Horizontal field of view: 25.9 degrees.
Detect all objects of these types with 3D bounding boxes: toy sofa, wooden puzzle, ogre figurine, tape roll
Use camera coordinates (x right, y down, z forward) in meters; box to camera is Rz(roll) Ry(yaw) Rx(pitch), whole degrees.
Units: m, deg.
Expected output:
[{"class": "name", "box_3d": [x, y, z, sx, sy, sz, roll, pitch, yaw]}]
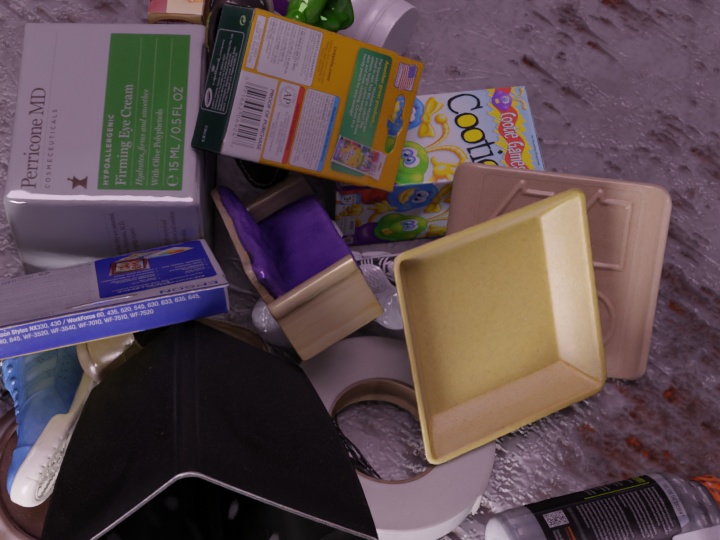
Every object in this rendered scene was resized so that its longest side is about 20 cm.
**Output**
[{"class": "toy sofa", "box_3d": [-0.058, -0.020, 1.349, 0.083, 0.098, 0.200, -30, 29, 0]}, {"class": "wooden puzzle", "box_3d": [0.176, -0.001, 1.456, 0.200, 0.046, 0.186, 8, 101, 4]}, {"class": "ogre figurine", "box_3d": [-0.061, -0.207, 1.505, 0.098, 0.200, 0.120, 41, 56, -8]}, {"class": "tape roll", "box_3d": [0.020, 0.150, 1.388, 0.202, 0.037, 0.203, 6, 53, -9]}]

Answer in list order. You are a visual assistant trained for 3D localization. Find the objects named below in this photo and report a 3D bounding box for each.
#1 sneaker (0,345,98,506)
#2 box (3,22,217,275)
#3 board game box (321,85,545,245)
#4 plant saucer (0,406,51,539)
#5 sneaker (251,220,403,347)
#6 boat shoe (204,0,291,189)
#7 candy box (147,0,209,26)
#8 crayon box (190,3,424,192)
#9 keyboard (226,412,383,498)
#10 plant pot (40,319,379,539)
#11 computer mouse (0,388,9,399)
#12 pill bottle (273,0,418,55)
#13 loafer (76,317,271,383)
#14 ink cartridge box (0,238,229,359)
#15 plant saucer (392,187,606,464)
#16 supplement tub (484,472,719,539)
[{"class": "sneaker", "box_3d": [-0.290, 0.107, 1.351, 0.111, 0.077, 0.200, 18, 52, 3]}, {"class": "box", "box_3d": [-0.222, -0.094, 1.441, 0.171, 0.200, 0.199, 0, 61, -1]}, {"class": "board game box", "box_3d": [0.066, -0.100, 1.517, 0.200, 0.105, 0.103, -6, 61, -6]}, {"class": "plant saucer", "box_3d": [-0.245, 0.182, 1.376, 0.200, 0.032, 0.200, 2, 59, -3]}, {"class": "sneaker", "box_3d": [0.000, 0.000, 1.437, 0.200, 0.075, 0.115, -14, 34, 16]}, {"class": "boat shoe", "box_3d": [-0.103, -0.160, 1.411, 0.072, 0.201, 0.061, -2, 27, 13]}, {"class": "candy box", "box_3d": [-0.168, -0.230, 1.524, 0.055, 0.200, 0.116, 2, 60, -1]}, {"class": "crayon box", "box_3d": [-0.044, -0.148, 1.378, 0.052, 0.200, 0.126, 18, 96, 48]}, {"class": "keyboard", "box_3d": [-0.044, 0.190, 1.390, 0.127, 0.021, 0.200, -33, 68, -19]}, {"class": "plant pot", "box_3d": [-0.129, 0.162, 1.271, 0.199, 0.200, 0.178, 27, 39, -36]}, {"class": "computer mouse", "box_3d": [-0.292, 0.076, 1.433, 0.200, 0.034, 0.059, -19, 63, -14]}, {"class": "pill bottle", "box_3d": [-0.044, -0.283, 1.613, 0.200, 0.113, 0.112, 32, 63, 15]}, {"class": "loafer", "box_3d": [-0.151, 0.074, 1.377, 0.200, 0.067, 0.076, 5, 65, -42]}, {"class": "ink cartridge box", "box_3d": [-0.208, 0.028, 1.261, 0.197, 0.200, 0.047, -11, 105, -9]}, {"class": "plant saucer", "box_3d": [0.116, 0.043, 1.376, 0.200, 0.200, 0.048, -21, 23, -25]}, {"class": "supplement tub", "box_3d": [0.215, 0.241, 1.315, 0.200, 0.123, 0.123, -13, 61, -10]}]
